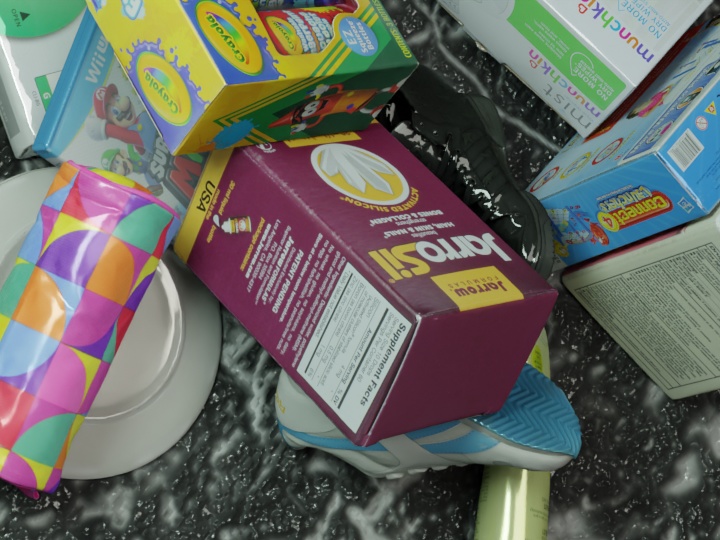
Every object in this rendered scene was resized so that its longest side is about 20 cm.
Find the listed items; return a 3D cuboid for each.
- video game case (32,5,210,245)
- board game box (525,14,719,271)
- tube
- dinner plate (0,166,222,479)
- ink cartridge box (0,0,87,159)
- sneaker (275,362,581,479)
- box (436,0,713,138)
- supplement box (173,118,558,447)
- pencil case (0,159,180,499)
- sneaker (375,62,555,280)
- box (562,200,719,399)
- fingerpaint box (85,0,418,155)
[{"bbox_3d":[-0.110,-0.091,1.505,0.200,0.018,0.144,35,64,-37],"label":"video game case"},{"bbox_3d":[0.218,-0.100,1.610,0.056,0.196,0.200,48,63,-10],"label":"board game box"},{"bbox_3d":[0.108,0.119,1.581,0.052,0.058,0.201,13,73,-23],"label":"tube"},{"bbox_3d":[-0.175,0.030,1.476,0.199,0.024,0.201,7,74,-25],"label":"dinner plate"},{"bbox_3d":[-0.157,-0.176,1.520,0.199,0.050,0.162,-19,87,-27],"label":"ink cartridge box"},{"bbox_3d":[0.044,0.094,1.512,0.199,0.081,0.077,14,42,0],"label":"sneaker"},{"bbox_3d":[0.149,-0.228,1.646,0.200,0.097,0.177,44,62,1],"label":"box"},{"bbox_3d":[0.000,0.000,1.446,0.131,0.104,0.200,-10,44,-45],"label":"supplement box"},{"bbox_3d":[-0.182,0.036,1.402,0.088,0.088,0.201,26,89,-20],"label":"pencil case"},{"bbox_3d":[0.053,-0.071,1.566,0.104,0.060,0.200,10,45,-35],"label":"sneaker"},{"bbox_3d":[0.254,-0.004,1.603,0.128,0.200,0.109,46,63,-11],"label":"box"},{"bbox_3d":[-0.084,-0.178,1.438,0.166,0.073,0.201,-10,62,-44],"label":"fingerpaint box"}]
